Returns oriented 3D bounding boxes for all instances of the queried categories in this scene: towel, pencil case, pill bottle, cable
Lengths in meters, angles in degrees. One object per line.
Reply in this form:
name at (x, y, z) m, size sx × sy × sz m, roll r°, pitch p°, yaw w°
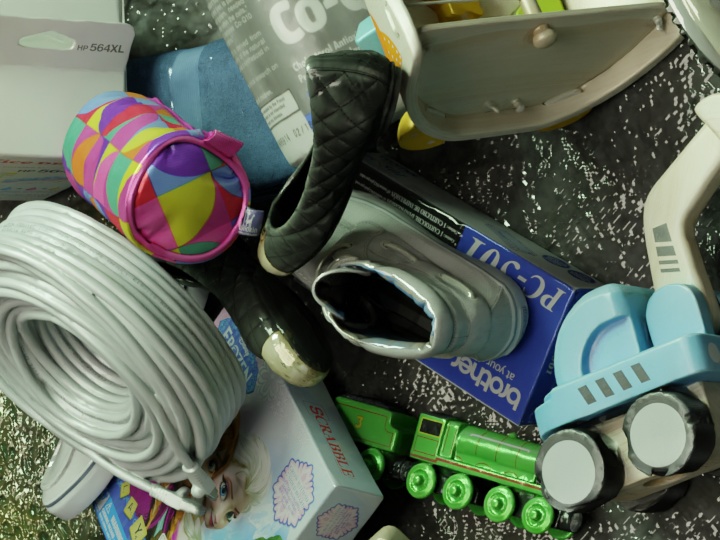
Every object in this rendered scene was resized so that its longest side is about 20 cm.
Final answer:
towel at (-0.093, -0.098, 1.672) m, size 0.200 × 0.048 × 0.112 m, roll -9°, pitch 81°, yaw 38°
pencil case at (-0.126, -0.061, 1.550) m, size 0.200 × 0.088 × 0.089 m, roll -150°, pitch 72°, yaw -66°
pill bottle at (-0.038, -0.176, 1.543) m, size 0.114 × 0.114 × 0.200 m, roll -28°, pitch 91°, yaw 34°
cable at (-0.164, 0.046, 1.568) m, size 0.200 × 0.069 × 0.200 m, roll 23°, pitch 145°, yaw 29°

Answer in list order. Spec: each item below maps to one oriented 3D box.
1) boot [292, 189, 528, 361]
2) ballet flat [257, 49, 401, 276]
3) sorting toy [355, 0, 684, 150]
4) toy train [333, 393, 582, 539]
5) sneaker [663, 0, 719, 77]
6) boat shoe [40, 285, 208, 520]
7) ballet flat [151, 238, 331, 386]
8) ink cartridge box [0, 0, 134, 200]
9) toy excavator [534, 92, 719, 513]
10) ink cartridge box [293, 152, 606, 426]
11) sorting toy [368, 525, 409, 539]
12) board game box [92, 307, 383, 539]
boot at (0.000, 0.000, 1.506) m, size 0.200 × 0.095 × 0.074 m, roll 22°, pitch 105°, yaw 37°
ballet flat at (-0.028, -0.064, 1.442) m, size 0.200 × 0.057 × 0.067 m, roll 118°, pitch 163°, yaw -51°
sorting toy at (0.061, -0.176, 1.492) m, size 0.180 × 0.200 × 0.107 m, roll 64°, pitch 145°, yaw 25°
toy train at (0.058, 0.119, 1.550) m, size 0.200 × 0.042 × 0.057 m, roll 13°, pitch 86°, yaw 38°
sneaker at (0.206, -0.199, 1.430) m, size 0.093 × 0.070 × 0.200 m, roll -29°, pitch 76°, yaw 17°
boat shoe at (-0.176, 0.074, 1.701) m, size 0.200 × 0.065 × 0.074 m, roll -61°, pitch 21°, yaw 8°
ballet flat at (-0.075, 0.023, 1.581) m, size 0.057 × 0.066 × 0.200 m, roll -50°, pitch 39°, yaw 4°
ink cartridge box at (-0.243, -0.124, 1.693) m, size 0.200 × 0.128 × 0.126 m, roll -16°, pitch 76°, yaw 63°
toy excavator at (0.175, 0.021, 1.424) m, size 0.194 × 0.100 × 0.201 m, roll -26°, pitch 71°, yaw 34°
ink cartridge box at (0.054, 0.008, 1.554) m, size 0.200 × 0.044 × 0.094 m, roll 33°, pitch 109°, yaw 34°
sorting toy at (0.014, 0.292, 1.502) m, size 0.199 × 0.070 × 0.200 m, roll 45°, pitch 117°, yaw 0°
board game box at (-0.085, 0.149, 1.618) m, size 0.200 × 0.041 × 0.200 m, roll -55°, pitch 39°, yaw 22°
